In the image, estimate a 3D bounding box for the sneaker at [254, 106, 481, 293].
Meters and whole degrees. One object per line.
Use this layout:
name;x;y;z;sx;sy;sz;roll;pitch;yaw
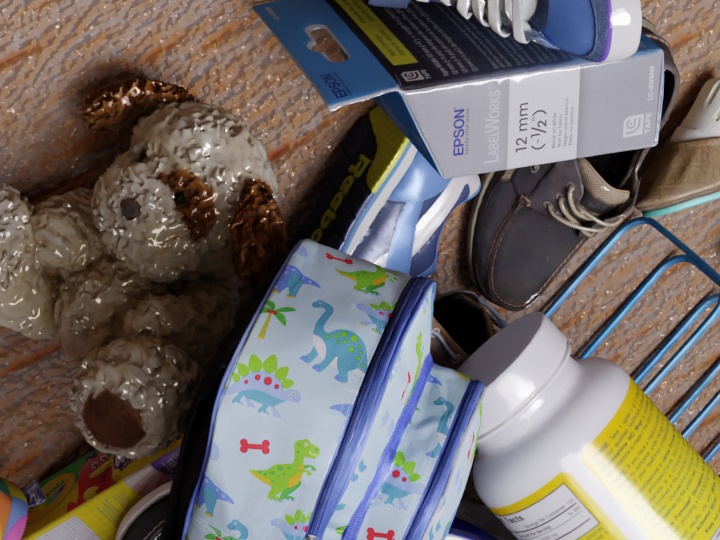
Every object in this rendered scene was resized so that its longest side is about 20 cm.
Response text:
sneaker;0.000;0.000;1.588;0.082;0.074;0.201;25;106;-34

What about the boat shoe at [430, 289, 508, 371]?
boat shoe;0.058;0.054;1.598;0.072;0.072;0.200;-48;158;12

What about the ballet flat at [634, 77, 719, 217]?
ballet flat;0.254;-0.092;1.654;0.199;0.068;0.073;-16;102;-14

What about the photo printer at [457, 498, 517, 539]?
photo printer;0.007;0.235;1.718;0.166;0.070;0.201;20;107;-30

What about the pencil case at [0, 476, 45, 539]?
pencil case;-0.281;0.124;1.531;0.199;0.088;0.089;31;102;-32

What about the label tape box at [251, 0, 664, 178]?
label tape box;0.053;-0.112;1.505;0.198;0.143;0.067;-11;120;-17

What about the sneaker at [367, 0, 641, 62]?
sneaker;0.046;-0.161;1.442;0.146;0.200;0.081;-16;132;-22

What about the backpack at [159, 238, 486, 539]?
backpack;-0.015;0.095;1.407;0.146;0.183;0.201;18;131;7

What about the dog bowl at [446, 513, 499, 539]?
dog bowl;0.024;0.241;1.545;0.198;0.079;0.202;-1;96;-8

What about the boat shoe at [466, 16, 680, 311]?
boat shoe;0.128;-0.060;1.607;0.074;0.073;0.201;16;110;-28

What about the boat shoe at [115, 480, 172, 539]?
boat shoe;-0.126;0.204;1.582;0.075;0.061;0.201;16;129;-18

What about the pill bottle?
pill bottle;0.138;0.125;1.527;0.112;0.112;0.200;-41;101;3

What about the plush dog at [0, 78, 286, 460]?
plush dog;-0.109;-0.012;1.489;0.160;0.200;0.172;2;127;-54

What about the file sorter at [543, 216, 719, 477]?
file sorter;0.220;0.079;1.685;0.123;0.139;0.200;-49;124;3

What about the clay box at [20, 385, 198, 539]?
clay box;-0.099;0.137;1.600;0.199;0.048;0.115;-32;126;18
